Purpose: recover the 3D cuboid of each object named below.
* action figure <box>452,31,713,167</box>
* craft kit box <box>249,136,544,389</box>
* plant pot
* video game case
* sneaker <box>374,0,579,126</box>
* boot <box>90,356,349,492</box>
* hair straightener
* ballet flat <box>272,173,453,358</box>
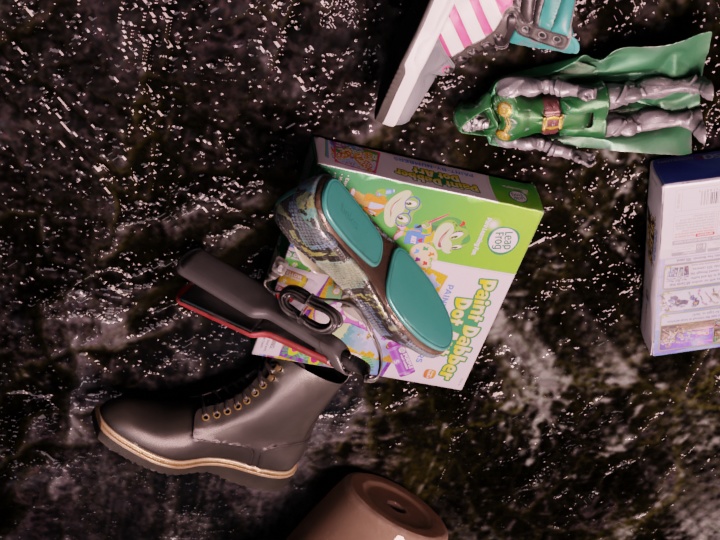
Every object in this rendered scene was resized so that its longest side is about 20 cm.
[{"bbox_3d":[0.171,-0.124,1.066,0.198,0.055,0.119,-4,130,0],"label":"action figure"},{"bbox_3d":[0.026,0.000,1.143,0.196,0.049,0.201,9,125,-18],"label":"craft kit box"},{"bbox_3d":[-0.003,0.293,1.284,0.199,0.200,0.175,25,102,-24],"label":"plant pot"},{"bbox_3d":[0.343,-0.021,1.169,0.198,0.046,0.182,-7,126,-2],"label":"video game case"},{"bbox_3d":[0.098,-0.176,1.000,0.120,0.084,0.201,23,120,-12],"label":"sneaker"},{"bbox_3d":[-0.120,0.109,1.192,0.199,0.078,0.139,15,120,-34],"label":"boot"},{"bbox_3d":[-0.065,0.031,1.082,0.199,0.041,0.077,28,137,24],"label":"hair straightener"},{"bbox_3d":[0.000,0.000,1.082,0.074,0.074,0.200,-29,123,14],"label":"ballet flat"}]
